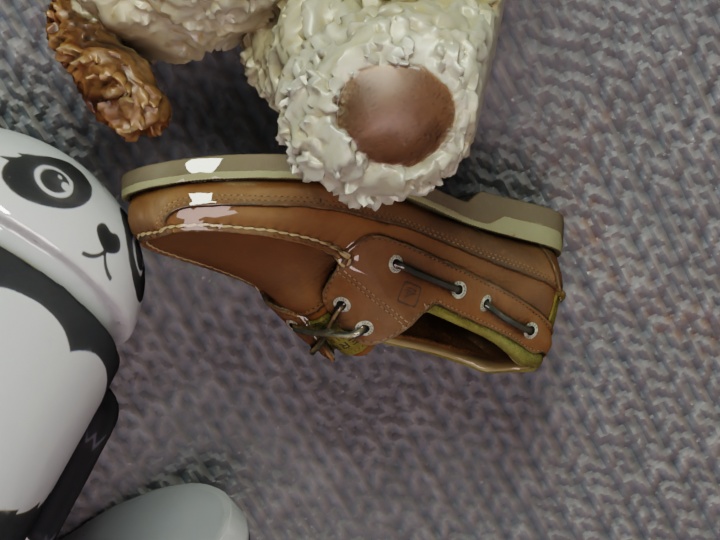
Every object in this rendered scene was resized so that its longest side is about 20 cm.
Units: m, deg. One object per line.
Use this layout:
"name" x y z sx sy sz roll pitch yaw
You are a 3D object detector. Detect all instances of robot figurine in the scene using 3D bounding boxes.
"robot figurine" -0.160 0.042 0.915 0.125 0.200 0.150 26 159 3

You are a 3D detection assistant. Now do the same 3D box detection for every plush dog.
"plush dog" -0.030 -0.127 0.899 0.172 0.160 0.200 10 90 4

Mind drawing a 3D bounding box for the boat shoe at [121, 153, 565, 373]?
"boat shoe" 0.000 0.000 0.950 0.200 0.072 0.068 8 78 -32

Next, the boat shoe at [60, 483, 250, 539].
"boat shoe" -0.120 0.165 1.072 0.200 0.072 0.066 -36 122 14
